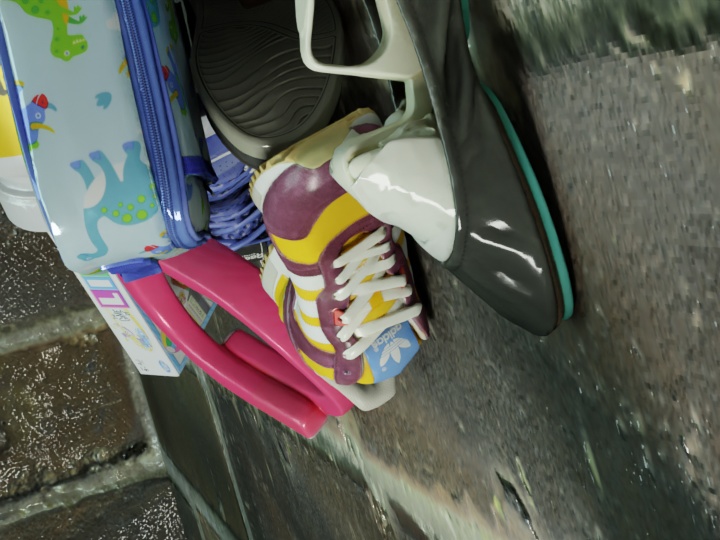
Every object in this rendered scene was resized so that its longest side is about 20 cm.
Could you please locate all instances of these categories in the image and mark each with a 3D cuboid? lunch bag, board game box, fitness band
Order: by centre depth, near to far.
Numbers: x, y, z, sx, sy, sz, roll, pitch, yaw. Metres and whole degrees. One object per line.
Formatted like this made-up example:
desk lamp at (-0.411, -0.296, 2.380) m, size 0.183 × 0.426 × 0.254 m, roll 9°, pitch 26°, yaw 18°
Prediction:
lunch bag at (-0.118, -0.077, 0.934) m, size 0.200 × 0.082 × 0.162 m, roll 152°, pitch 106°, yaw -89°
fitness band at (-0.078, 0.029, 1.187) m, size 0.199 × 0.037 × 0.144 m, roll 25°, pitch 155°, yaw 44°
board game box at (-0.146, -0.047, 1.291) m, size 0.135 × 0.034 × 0.201 m, roll -64°, pitch -38°, yaw -36°

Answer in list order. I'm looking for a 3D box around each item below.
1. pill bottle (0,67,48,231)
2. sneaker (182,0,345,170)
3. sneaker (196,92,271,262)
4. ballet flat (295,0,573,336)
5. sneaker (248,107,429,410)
pill bottle at (-0.189, -0.126, 1.081) m, size 0.113 × 0.112 × 0.201 m, roll -123°, pitch 13°, yaw -55°
sneaker at (-0.040, -0.088, 0.966) m, size 0.201 × 0.074 × 0.107 m, roll -106°, pitch 1°, yaw -52°
sneaker at (-0.080, -0.056, 1.198) m, size 0.199 × 0.080 × 0.116 m, roll -130°, pitch 21°, yaw -80°
ballet flat at (0.016, -0.066, 0.694) m, size 0.068 × 0.068 × 0.201 m, roll -177°, pitch 70°, yaw -78°
sneaker at (0.000, 0.000, 0.901) m, size 0.090 × 0.075 × 0.200 m, roll 58°, pitch 170°, yaw 17°
